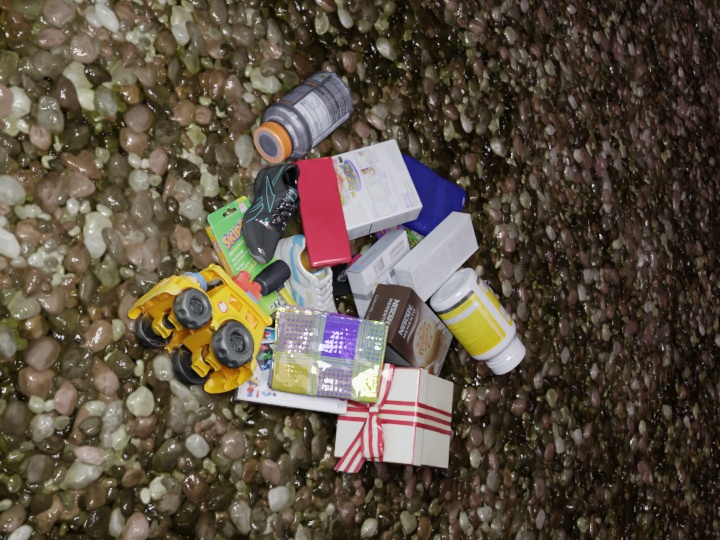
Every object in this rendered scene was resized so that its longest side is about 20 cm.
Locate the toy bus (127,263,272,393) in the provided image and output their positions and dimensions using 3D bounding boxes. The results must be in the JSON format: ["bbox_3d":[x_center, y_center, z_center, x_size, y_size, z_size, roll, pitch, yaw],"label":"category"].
[{"bbox_3d":[-0.237,0.061,1.276,0.200,0.135,0.194,47,43,-23],"label":"toy bus"}]

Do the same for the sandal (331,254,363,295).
[{"bbox_3d":[0.000,0.000,1.549,0.198,0.045,0.077,-12,92,-43],"label":"sandal"}]

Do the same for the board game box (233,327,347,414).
[{"bbox_3d":[-0.113,0.172,1.386,0.197,0.035,0.129,12,74,-22],"label":"board game box"}]

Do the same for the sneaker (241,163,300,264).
[{"bbox_3d":[-0.150,-0.105,1.380,0.075,0.078,0.203,40,44,-44],"label":"sneaker"}]

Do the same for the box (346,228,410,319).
[{"bbox_3d":[0.054,0.046,1.556,0.156,0.041,0.203,-43,128,-38],"label":"box"}]

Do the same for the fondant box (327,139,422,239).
[{"bbox_3d":[-0.004,-0.142,1.479,0.197,0.058,0.146,-17,74,-15],"label":"fondant box"}]

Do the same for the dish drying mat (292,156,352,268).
[{"bbox_3d":[-0.068,-0.103,1.416,0.075,0.018,0.203,-7,72,-11],"label":"dish drying mat"}]

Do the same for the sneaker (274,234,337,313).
[{"bbox_3d":[-0.085,0.032,1.443,0.076,0.080,0.202,-39,110,-41],"label":"sneaker"}]

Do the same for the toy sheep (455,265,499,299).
[{"bbox_3d":[0.229,0.077,1.694,0.201,0.136,0.139,51,53,-31],"label":"toy sheep"}]

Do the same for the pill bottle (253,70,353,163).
[{"bbox_3d":[-0.107,-0.274,1.459,0.200,0.105,0.107,-45,112,-37],"label":"pill bottle"}]

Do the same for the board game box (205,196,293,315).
[{"bbox_3d":[-0.193,-0.019,1.389,0.095,0.030,0.203,-34,108,-41],"label":"board game box"}]

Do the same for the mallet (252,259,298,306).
[{"bbox_3d":[-0.111,0.079,1.374,0.065,0.041,0.202,-30,88,-36],"label":"mallet"}]

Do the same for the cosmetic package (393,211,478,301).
[{"bbox_3d":[0.150,-0.027,1.577,0.200,0.050,0.084,-41,128,-32],"label":"cosmetic package"}]

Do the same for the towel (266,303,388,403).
[{"bbox_3d":[-0.056,0.142,1.354,0.196,0.023,0.146,11,86,-10],"label":"towel"}]

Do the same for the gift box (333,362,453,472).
[{"bbox_3d":[0.047,0.273,1.452,0.186,0.197,0.188,30,58,-58],"label":"gift box"}]

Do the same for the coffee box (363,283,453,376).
[{"bbox_3d":[0.088,0.124,1.519,0.200,0.079,0.116,45,61,-47],"label":"coffee box"}]

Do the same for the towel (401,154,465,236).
[{"bbox_3d":[0.136,-0.134,1.646,0.198,0.049,0.150,26,62,-38],"label":"towel"}]

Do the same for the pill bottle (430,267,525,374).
[{"bbox_3d":[0.235,0.104,1.573,0.201,0.111,0.112,50,53,-13],"label":"pill bottle"}]

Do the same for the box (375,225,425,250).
[{"bbox_3d":[0.122,-0.082,1.679,0.200,0.039,0.138,-43,111,-38],"label":"box"}]
